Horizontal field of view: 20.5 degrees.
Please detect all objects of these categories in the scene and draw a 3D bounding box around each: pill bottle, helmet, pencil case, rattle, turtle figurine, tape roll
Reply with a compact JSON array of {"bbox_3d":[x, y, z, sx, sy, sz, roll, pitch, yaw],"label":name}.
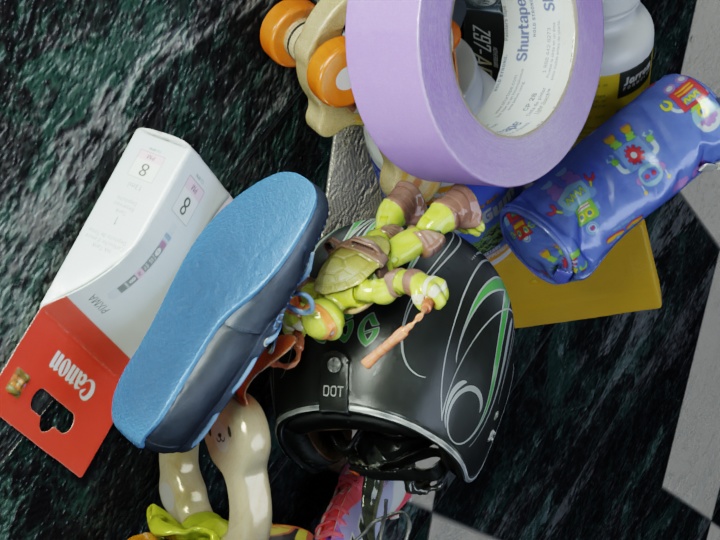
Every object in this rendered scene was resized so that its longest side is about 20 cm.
[{"bbox_3d":[0.178,-0.162,1.608,0.111,0.111,0.201,-46,148,-39],"label":"pill bottle"},{"bbox_3d":[0.025,0.053,1.494,0.200,0.199,0.191,67,32,-58],"label":"helmet"},{"bbox_3d":[0.203,-0.070,1.548,0.200,0.087,0.078,-38,166,-16],"label":"pencil case"},{"bbox_3d":[-0.129,0.125,1.348,0.142,0.131,0.200,0,137,-20],"label":"rattle"},{"bbox_3d":[0.000,0.000,1.351,0.161,0.200,0.065,-45,109,-35],"label":"turtle figurine"},{"bbox_3d":[0.064,-0.092,1.535,0.112,0.112,0.200,-57,154,-21],"label":"pill bottle"},{"bbox_3d":[0.079,-0.157,1.331,0.200,0.065,0.201,-7,99,-48],"label":"tape roll"}]

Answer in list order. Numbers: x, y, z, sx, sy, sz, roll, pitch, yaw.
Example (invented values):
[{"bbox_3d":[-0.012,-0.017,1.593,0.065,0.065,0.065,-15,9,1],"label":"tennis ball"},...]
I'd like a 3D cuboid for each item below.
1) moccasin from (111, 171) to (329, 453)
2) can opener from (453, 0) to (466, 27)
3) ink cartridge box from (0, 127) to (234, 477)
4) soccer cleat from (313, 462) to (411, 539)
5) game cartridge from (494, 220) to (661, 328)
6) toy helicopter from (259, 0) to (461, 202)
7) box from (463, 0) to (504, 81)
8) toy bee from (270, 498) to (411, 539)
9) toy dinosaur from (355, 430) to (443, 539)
[{"bbox_3d":[-0.085,0.027,1.279,0.200,0.080,0.068,-52,141,5],"label":"moccasin"},{"bbox_3d":[0.029,-0.218,1.428,0.067,0.052,0.200,-67,156,-4],"label":"can opener"},{"bbox_3d":[-0.144,0.031,1.291,0.201,0.057,0.163,-66,157,-15],"label":"ink cartridge box"},{"bbox_3d":[-0.008,0.206,1.689,0.200,0.066,0.077,-50,132,-55],"label":"soccer cleat"},{"bbox_3d":[0.149,-0.003,1.702,0.176,0.199,0.033,63,21,-60],"label":"game cartridge"},{"bbox_3d":[0.023,-0.125,1.383,0.132,0.079,0.200,-35,136,-13],"label":"toy helicopter"},{"bbox_3d":[0.154,-0.244,1.677,0.200,0.043,0.161,-51,151,-32],"label":"box"},{"bbox_3d":[-0.066,0.230,1.561,0.108,0.131,0.200,21,112,-28],"label":"toy bee"},{"bbox_3d":[0.026,0.150,1.678,0.088,0.047,0.201,18,67,-51],"label":"toy dinosaur"}]
